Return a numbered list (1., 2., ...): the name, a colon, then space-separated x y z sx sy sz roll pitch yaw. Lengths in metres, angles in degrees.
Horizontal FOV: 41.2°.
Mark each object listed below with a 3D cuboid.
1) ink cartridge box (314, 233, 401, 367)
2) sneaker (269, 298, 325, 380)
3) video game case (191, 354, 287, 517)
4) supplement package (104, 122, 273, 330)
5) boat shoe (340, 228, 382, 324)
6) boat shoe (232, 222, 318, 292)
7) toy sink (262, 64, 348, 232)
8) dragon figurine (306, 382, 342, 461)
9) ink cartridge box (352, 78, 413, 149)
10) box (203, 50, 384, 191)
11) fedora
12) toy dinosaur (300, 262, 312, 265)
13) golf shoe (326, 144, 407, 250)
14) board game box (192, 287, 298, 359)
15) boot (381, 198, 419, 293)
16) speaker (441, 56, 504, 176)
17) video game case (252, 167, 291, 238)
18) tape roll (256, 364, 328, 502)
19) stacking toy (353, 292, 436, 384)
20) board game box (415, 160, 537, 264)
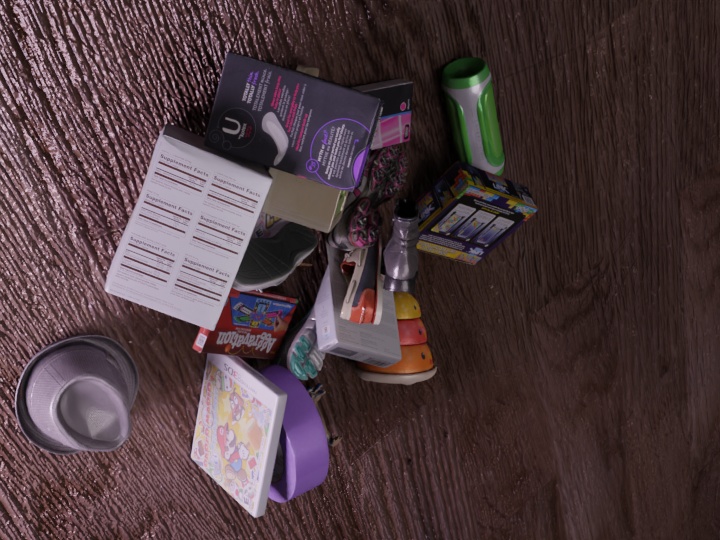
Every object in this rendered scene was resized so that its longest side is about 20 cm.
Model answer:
1. ink cartridge box: -0.010 0.045 1.549 0.159 0.047 0.203 19 54 -45
2. sneaker: -0.082 0.097 1.547 0.078 0.091 0.200 55 47 -18
3. video game case: -0.187 0.237 1.442 0.023 0.181 0.203 -5 115 -42
4. supplement package: -0.220 -0.062 1.229 0.145 0.191 0.202 21 97 -14
5. boat shoe: 0.000 0.000 1.496 0.062 0.202 0.072 5 138 -6
6. boat shoe: -0.132 -0.010 1.388 0.065 0.074 0.202 -53 174 32
7. toy sink: -0.052 -0.170 1.331 0.130 0.110 0.203 -62 168 -78
8. dragon figurine: -0.091 0.284 1.637 0.058 0.100 0.202 -10 136 -39
9. ink cartridge box: 0.003 -0.231 1.460 0.198 0.037 0.096 -19 122 -41
10. box: -0.080 -0.187 1.209 0.106 0.197 0.124 -63 171 -81
11. fedora: -0.374 0.187 1.317 0.176 0.090 0.201 -39 132 -19
12. toy dinosaur: -0.163 0.029 1.462 0.201 0.060 0.107 -55 150 -20
13. golf shoe: 0.006 -0.121 1.512 0.073 0.091 0.202 46 57 -31
14. board game box: -0.165 0.077 1.413 0.199 0.019 0.104 16 99 -63
15. boot: 0.068 -0.051 1.507 0.069 0.200 0.134 4 103 -6
16. speaker: 0.189 -0.247 1.597 0.088 0.088 0.202 -34 130 -23
17. video game case: -0.126 -0.142 1.415 0.198 0.025 0.183 -29 127 -28
18. tape roll: -0.131 0.252 1.487 0.065 0.199 0.203 -20 123 -32
19. stacking toy: 0.060 0.086 1.643 0.145 0.145 0.204 -5 99 -39
20. board game box: 0.181 -0.093 1.637 0.198 0.057 0.165 13 135 -44
